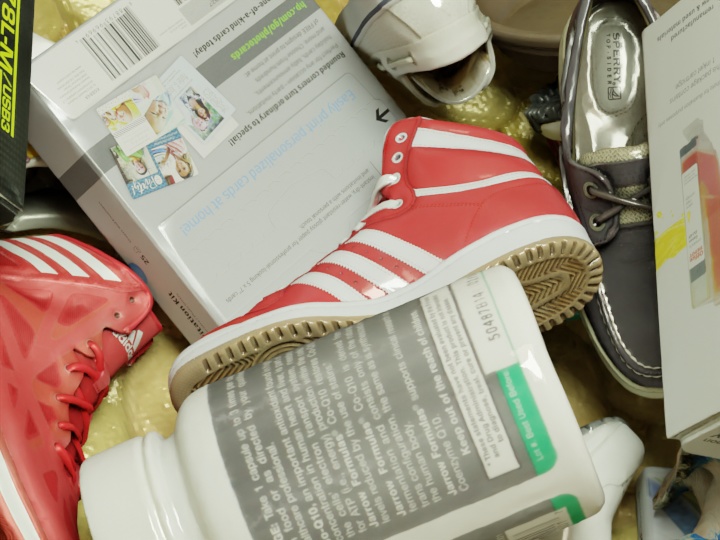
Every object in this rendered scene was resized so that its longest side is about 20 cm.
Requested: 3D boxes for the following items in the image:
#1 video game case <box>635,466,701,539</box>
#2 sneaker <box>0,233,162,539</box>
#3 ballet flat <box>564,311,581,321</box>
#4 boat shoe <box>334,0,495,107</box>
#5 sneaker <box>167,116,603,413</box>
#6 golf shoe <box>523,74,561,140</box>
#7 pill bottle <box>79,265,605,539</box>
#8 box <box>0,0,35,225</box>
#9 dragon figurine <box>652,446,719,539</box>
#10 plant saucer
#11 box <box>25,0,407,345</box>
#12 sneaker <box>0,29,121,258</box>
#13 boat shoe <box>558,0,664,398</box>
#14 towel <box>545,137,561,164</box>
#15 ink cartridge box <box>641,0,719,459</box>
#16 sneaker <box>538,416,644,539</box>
[{"bbox_3d":[0.228,0.179,0.989,0.199,0.022,0.183,5,55,-6],"label":"video game case"},{"bbox_3d":[-0.131,0.057,0.981,0.115,0.078,0.200,-17,61,-19],"label":"sneaker"},{"bbox_3d":[0.130,-0.005,1.051,0.199,0.074,0.074,-1,55,5],"label":"ballet flat"},{"bbox_3d":[0.034,-0.112,1.076,0.071,0.200,0.070,-28,89,-4],"label":"boat shoe"},{"bbox_3d":[0.000,0.000,0.993,0.199,0.071,0.113,-20,44,-3],"label":"sneaker"},{"bbox_3d":[0.182,-0.064,1.094,0.199,0.095,0.078,-1,27,20],"label":"golf shoe"},{"bbox_3d":[-0.008,0.085,0.909,0.199,0.113,0.113,-22,59,2],"label":"pill bottle"},{"bbox_3d":[-0.243,-0.090,1.010,0.199,0.048,0.194,-17,56,22],"label":"box"},{"bbox_3d":[0.183,0.118,0.975,0.099,0.059,0.201,14,55,0],"label":"dragon figurine"},{"bbox_3d":[0.154,-0.146,1.141,0.199,0.030,0.200,-11,23,5],"label":"plant saucer"},{"bbox_3d":[-0.052,-0.051,1.045,0.156,0.041,0.200,-41,94,-30],"label":"box"},{"bbox_3d":[-0.185,-0.072,1.062,0.199,0.075,0.090,18,49,4],"label":"sneaker"},{"bbox_3d":[0.123,-0.043,0.995,0.072,0.065,0.201,-7,71,11],"label":"boat shoe"},{"bbox_3d":[0.194,-0.034,1.132,0.144,0.023,0.200,-17,60,-21],"label":"towel"},{"bbox_3d":[0.207,-0.018,0.939,0.145,0.083,0.201,12,64,-26],"label":"ink cartridge box"},{"bbox_3d":[0.074,0.149,0.967,0.087,0.075,0.200,39,61,0],"label":"sneaker"}]
